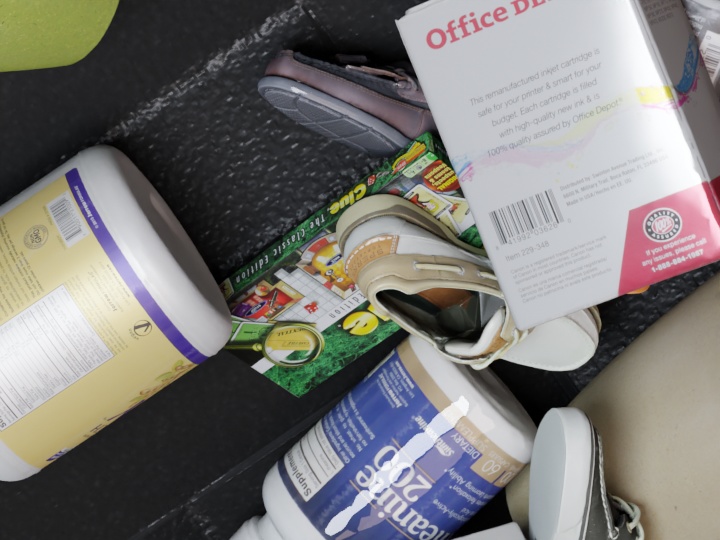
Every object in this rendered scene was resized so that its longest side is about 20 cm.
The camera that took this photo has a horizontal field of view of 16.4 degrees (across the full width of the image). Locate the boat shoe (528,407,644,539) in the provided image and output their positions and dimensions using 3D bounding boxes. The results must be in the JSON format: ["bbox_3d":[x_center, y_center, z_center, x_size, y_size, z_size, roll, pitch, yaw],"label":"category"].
[{"bbox_3d":[0.140,0.163,1.548,0.063,0.071,0.200,-6,129,-7],"label":"boat shoe"}]

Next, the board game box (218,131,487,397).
[{"bbox_3d":[0.000,0.000,1.548,0.200,0.024,0.105,-36,133,24],"label":"board game box"}]

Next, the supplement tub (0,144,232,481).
[{"bbox_3d":[-0.193,0.034,1.486,0.200,0.145,0.146,-34,119,4],"label":"supplement tub"}]

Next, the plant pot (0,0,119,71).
[{"bbox_3d":[-0.235,-0.181,1.363,0.200,0.187,0.187,15,112,-37],"label":"plant pot"}]

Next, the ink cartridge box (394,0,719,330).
[{"bbox_3d":[0.130,-0.085,1.460,0.147,0.086,0.201,-20,91,27],"label":"ink cartridge box"}]

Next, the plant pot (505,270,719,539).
[{"bbox_3d":[0.202,0.127,1.630,0.200,0.188,0.187,-32,121,21],"label":"plant pot"}]

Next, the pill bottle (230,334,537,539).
[{"bbox_3d":[0.010,0.139,1.601,0.200,0.111,0.111,-44,118,10],"label":"pill bottle"}]

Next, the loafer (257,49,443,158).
[{"bbox_3d":[0.029,-0.098,1.530,0.200,0.072,0.063,23,79,-27],"label":"loafer"}]

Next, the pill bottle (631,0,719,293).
[{"bbox_3d":[0.182,-0.087,1.543,0.106,0.106,0.200,13,113,-20],"label":"pill bottle"}]

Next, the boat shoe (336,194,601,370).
[{"bbox_3d":[0.069,0.026,1.522,0.200,0.069,0.075,23,128,-32],"label":"boat shoe"}]

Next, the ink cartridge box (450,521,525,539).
[{"bbox_3d":[0.012,0.236,1.548,0.199,0.067,0.116,-15,144,-15],"label":"ink cartridge box"}]
